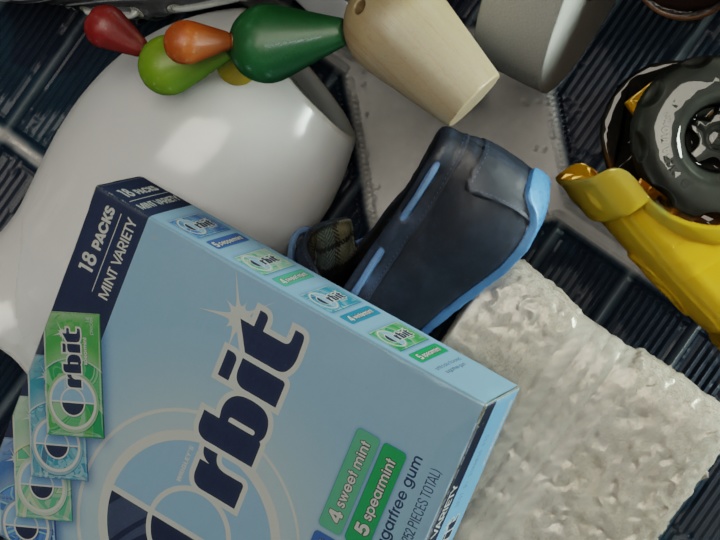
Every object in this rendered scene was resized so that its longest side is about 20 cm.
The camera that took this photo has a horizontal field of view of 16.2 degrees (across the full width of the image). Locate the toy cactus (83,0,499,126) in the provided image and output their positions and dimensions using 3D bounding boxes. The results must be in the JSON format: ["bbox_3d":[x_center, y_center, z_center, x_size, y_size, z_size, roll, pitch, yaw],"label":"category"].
[{"bbox_3d":[-0.010,-0.128,1.070,0.165,0.102,0.200,46,102,5],"label":"toy cactus"}]

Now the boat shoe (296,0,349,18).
[{"bbox_3d":[-0.006,-0.160,1.205,0.199,0.074,0.068,46,106,20],"label":"boat shoe"}]

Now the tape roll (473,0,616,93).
[{"bbox_3d":[0.111,-0.176,1.124,0.037,0.203,0.203,27,88,9],"label":"tape roll"}]

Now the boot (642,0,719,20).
[{"bbox_3d":[0.194,-0.200,1.130,0.072,0.166,0.200,37,88,9],"label":"boot"}]

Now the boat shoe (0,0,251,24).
[{"bbox_3d":[-0.112,-0.148,1.202,0.200,0.068,0.072,-3,52,42],"label":"boat shoe"}]

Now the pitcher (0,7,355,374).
[{"bbox_3d":[-0.086,-0.010,1.189,0.200,0.121,0.172,-41,103,10],"label":"pitcher"}]

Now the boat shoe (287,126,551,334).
[{"bbox_3d":[0.000,0.000,1.126,0.069,0.084,0.200,37,120,-16],"label":"boat shoe"}]

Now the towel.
[{"bbox_3d":[0.061,0.108,1.120,0.132,0.034,0.200,35,100,0],"label":"towel"}]

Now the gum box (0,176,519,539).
[{"bbox_3d":[-0.054,0.080,1.095,0.200,0.045,0.170,28,109,18],"label":"gum box"}]

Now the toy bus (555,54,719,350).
[{"bbox_3d":[0.218,-0.039,1.136,0.200,0.136,0.192,-39,93,0],"label":"toy bus"}]
